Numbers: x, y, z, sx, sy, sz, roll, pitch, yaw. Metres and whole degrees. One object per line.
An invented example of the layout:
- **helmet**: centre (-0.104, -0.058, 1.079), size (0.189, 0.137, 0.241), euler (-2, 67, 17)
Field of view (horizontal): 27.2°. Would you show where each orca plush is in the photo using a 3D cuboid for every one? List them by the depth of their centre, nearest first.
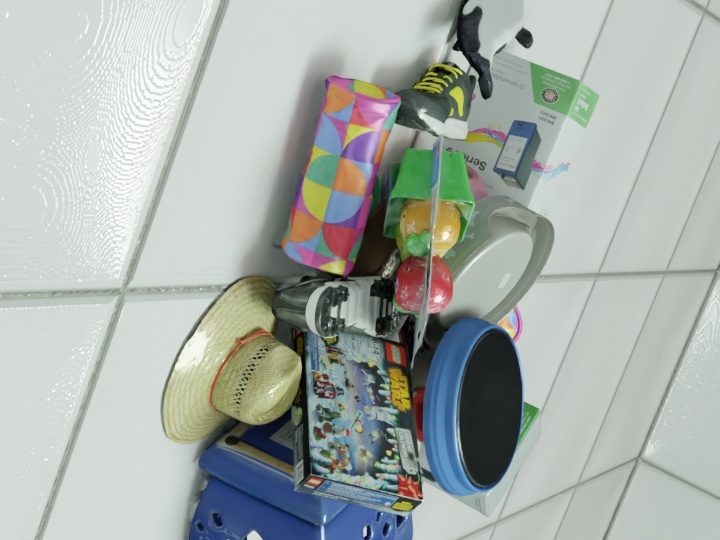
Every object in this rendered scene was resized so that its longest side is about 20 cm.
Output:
- **orca plush**: centre (0.140, -0.263, 1.710), size (0.071, 0.105, 0.201), euler (-40, -148, 39)

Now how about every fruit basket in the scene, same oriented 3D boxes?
- **fruit basket**: centre (0.060, -0.017, 1.532), size (0.185, 0.093, 0.202), euler (99, 2, -74)

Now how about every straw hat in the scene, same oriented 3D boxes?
- **straw hat**: centre (-0.110, 0.113, 1.550), size (0.201, 0.085, 0.202), euler (-46, 150, -37)

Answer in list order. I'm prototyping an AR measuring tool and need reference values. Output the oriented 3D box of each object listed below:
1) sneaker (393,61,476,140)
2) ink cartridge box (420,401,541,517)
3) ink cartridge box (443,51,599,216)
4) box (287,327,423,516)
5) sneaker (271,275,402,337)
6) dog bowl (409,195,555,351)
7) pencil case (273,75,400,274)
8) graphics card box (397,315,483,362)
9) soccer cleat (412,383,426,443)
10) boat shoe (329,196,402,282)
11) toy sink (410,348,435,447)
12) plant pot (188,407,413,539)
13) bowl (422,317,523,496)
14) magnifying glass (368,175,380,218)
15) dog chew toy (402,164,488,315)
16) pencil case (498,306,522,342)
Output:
- **sneaker**: centre (0.079, -0.198, 1.680), size (0.200, 0.074, 0.085), euler (-8, 115, -73)
- **ink cartridge box**: centre (0.122, 0.214, 2.002), size (0.147, 0.199, 0.083), euler (-54, 158, -21)
- **ink cartridge box**: centre (0.183, -0.156, 1.829), size (0.087, 0.145, 0.201), euler (11, 103, -65)
- **box**: centre (-0.007, 0.153, 1.584), size (0.040, 0.136, 0.201), euler (-47, -144, 41)
- **sneaker**: centre (-0.026, 0.035, 1.584), size (0.200, 0.090, 0.067), euler (0, 98, -61)
- **dog bowl**: centre (0.131, -0.001, 1.699), size (0.199, 0.059, 0.201), euler (-34, 152, -21)
- **pencil case**: centre (-0.022, -0.096, 1.518), size (0.088, 0.088, 0.201), euler (-16, 128, -60)
- **graphics card box**: centre (0.103, 0.094, 1.864), size (0.050, 0.126, 0.200), euler (-4, 156, -17)
- **soccer cleat**: centre (0.082, 0.162, 1.727), size (0.200, 0.085, 0.069), euler (-4, 96, -62)
- **boat shoe**: centre (0.004, 0.003, 1.663), size (0.075, 0.075, 0.203), euler (2, 117, -53)
- **toy sink**: centre (0.004, 0.182, 1.827), size (0.130, 0.111, 0.201), euler (-38, 145, -48)
- **plant pot**: centre (-0.064, 0.251, 1.656), size (0.200, 0.199, 0.181), euler (-37, 139, -46)
- **bowl**: centre (0.133, 0.156, 1.687), size (0.200, 0.039, 0.202), euler (-9, 100, -59)
- **magnifying glass**: centre (-0.006, -0.036, 1.704), size (0.080, 0.022, 0.201), euler (-44, 151, -34)
- **dog chew toy**: centre (0.069, -0.035, 1.751), size (0.124, 0.124, 0.201), euler (-16, 134, -60)
- **pencil case**: centre (0.159, 0.049, 1.960), size (0.200, 0.088, 0.089), euler (-113, -136, -77)
